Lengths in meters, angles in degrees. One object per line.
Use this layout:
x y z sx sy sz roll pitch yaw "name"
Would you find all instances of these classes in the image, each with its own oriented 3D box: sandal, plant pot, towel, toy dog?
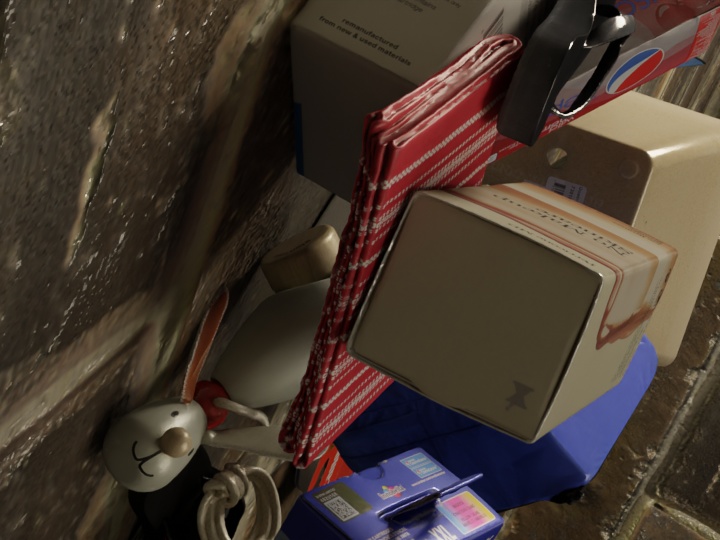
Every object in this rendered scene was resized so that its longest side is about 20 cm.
-0.103 0.154 1.028 0.075 0.045 0.200 -57 167 -16 "sandal"
0.157 -0.045 1.238 0.177 0.200 0.200 -6 116 -67 "plant pot"
0.113 -0.109 0.856 0.200 0.043 0.076 -56 166 -59 "sandal"
0.020 -0.011 0.805 0.145 0.022 0.200 -40 152 -50 "towel"
-0.041 0.053 0.894 0.096 0.132 0.200 -18 -144 50 "toy dog"

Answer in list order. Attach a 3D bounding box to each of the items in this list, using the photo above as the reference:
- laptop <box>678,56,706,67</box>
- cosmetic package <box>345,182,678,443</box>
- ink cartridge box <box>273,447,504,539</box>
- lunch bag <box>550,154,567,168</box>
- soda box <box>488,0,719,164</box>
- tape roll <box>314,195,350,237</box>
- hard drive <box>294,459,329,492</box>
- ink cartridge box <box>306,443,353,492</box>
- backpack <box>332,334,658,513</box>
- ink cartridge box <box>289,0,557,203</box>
0.194 -0.122 1.420 0.200 0.116 0.187 -63 167 12 "laptop"
0.084 0.013 0.820 0.087 0.103 0.200 -67 164 12 "cosmetic package"
-0.004 0.186 0.942 0.136 0.076 0.200 -12 135 -57 "ink cartridge box"
0.172 -0.016 1.554 0.164 0.118 0.200 -51 -170 -33 "lunch bag"
0.135 -0.143 1.068 0.200 0.070 0.063 -27 158 -14 "soda box"
0.000 0.000 1.112 0.203 0.037 0.203 -56 166 -21 "tape roll"
0.012 0.082 1.364 0.200 0.025 0.132 -53 166 -30 "hard drive"
0.017 0.144 1.355 0.200 0.057 0.163 -53 167 -50 "ink cartridge box"
0.073 0.073 1.114 0.200 0.168 0.162 -27 -170 44 "backpack"
0.051 -0.142 0.881 0.200 0.084 0.146 -55 164 -25 "ink cartridge box"
